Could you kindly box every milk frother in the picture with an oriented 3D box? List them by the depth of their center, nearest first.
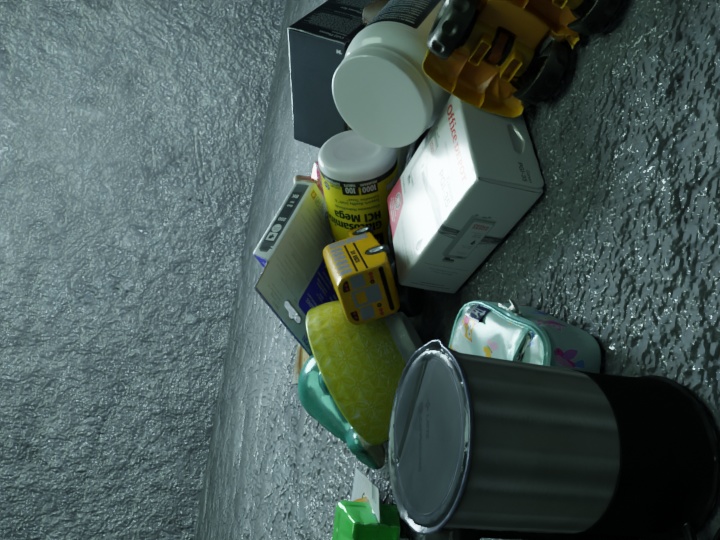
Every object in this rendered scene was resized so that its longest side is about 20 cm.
[{"bbox_3d":[0.140,0.132,0.381,0.200,0.187,0.181,135,141,-60],"label":"milk frother"}]

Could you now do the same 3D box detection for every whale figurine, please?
[{"bbox_3d":[-0.029,0.202,0.925,0.159,0.104,0.200,60,-177,-42],"label":"whale figurine"}]

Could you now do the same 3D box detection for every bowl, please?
[{"bbox_3d":[0.026,0.114,0.827,0.107,0.200,0.200,-28,36,10],"label":"bowl"}]

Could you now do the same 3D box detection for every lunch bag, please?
[{"bbox_3d":[0.132,0.127,0.581,0.160,0.077,0.201,-146,68,-71],"label":"lunch bag"}]

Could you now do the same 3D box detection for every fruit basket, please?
[{"bbox_3d":[0.005,0.375,0.859,0.200,0.093,0.186,111,166,-78],"label":"fruit basket"}]

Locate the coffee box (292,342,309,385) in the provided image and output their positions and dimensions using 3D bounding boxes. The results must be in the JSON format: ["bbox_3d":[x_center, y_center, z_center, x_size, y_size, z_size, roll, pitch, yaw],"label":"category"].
[{"bbox_3d":[-0.055,0.148,1.128,0.200,0.079,0.115,150,128,-67],"label":"coffee box"}]

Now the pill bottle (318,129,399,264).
[{"bbox_3d":[0.006,-0.097,0.947,0.113,0.112,0.200,-101,1,-47],"label":"pill bottle"}]

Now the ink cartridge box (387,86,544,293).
[{"bbox_3d":[0.112,-0.089,0.747,0.200,0.082,0.147,122,150,-49],"label":"ink cartridge box"}]

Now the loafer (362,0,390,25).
[{"bbox_3d":[0.057,-0.368,0.964,0.073,0.071,0.200,-71,-17,6],"label":"loafer"}]

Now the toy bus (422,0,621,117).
[{"bbox_3d":[0.169,-0.294,0.655,0.200,0.135,0.192,-53,16,50],"label":"toy bus"}]

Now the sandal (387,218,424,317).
[{"bbox_3d":[0.058,-0.036,0.883,0.043,0.076,0.201,-6,71,31],"label":"sandal"}]

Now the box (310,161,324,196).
[{"bbox_3d":[-0.039,-0.083,1.133,0.100,0.095,0.201,23,103,42],"label":"box"}]

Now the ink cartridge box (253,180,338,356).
[{"bbox_3d":[-0.085,0.002,0.976,0.043,0.198,0.200,6,55,31],"label":"ink cartridge box"}]

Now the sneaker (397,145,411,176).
[{"bbox_3d":[0.055,-0.175,1.020,0.200,0.085,0.073,-50,10,20],"label":"sneaker"}]

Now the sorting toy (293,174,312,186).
[{"bbox_3d":[-0.083,-0.075,1.201,0.036,0.185,0.201,20,104,35],"label":"sorting toy"}]

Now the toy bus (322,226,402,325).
[{"bbox_3d":[0.000,0.000,0.817,0.200,0.078,0.065,-120,12,-71],"label":"toy bus"}]

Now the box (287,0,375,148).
[{"bbox_3d":[-0.026,-0.329,1.049,0.182,0.104,0.200,-53,-24,-40],"label":"box"}]

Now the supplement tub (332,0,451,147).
[{"bbox_3d":[0.066,-0.261,0.786,0.200,0.140,0.140,-56,3,-33],"label":"supplement tub"}]
